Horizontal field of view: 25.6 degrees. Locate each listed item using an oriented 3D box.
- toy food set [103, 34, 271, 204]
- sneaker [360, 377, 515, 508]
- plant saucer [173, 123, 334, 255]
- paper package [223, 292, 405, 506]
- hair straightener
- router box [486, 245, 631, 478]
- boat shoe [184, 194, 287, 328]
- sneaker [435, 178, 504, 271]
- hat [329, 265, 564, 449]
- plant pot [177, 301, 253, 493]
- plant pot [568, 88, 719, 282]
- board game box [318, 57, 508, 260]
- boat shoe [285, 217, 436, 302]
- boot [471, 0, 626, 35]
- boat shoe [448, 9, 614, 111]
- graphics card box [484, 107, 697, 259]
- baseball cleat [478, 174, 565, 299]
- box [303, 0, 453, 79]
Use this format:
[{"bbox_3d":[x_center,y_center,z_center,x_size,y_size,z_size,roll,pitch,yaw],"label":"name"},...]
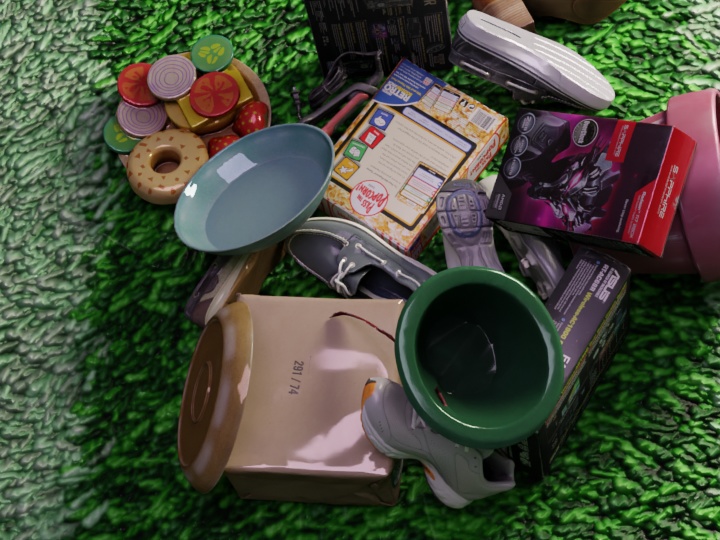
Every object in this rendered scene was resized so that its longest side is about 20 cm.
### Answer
[{"bbox_3d":[-0.204,-0.179,1.867,0.198,0.049,0.199,-28,64,-5],"label":"toy food set"},{"bbox_3d":[0.083,0.163,1.580,0.091,0.200,0.076,-17,45,38],"label":"sneaker"},{"bbox_3d":[-0.111,-0.082,1.745,0.198,0.036,0.201,-19,38,15],"label":"plant saucer"},{"bbox_3d":[-0.045,0.135,1.668,0.188,0.104,0.202,1,64,9],"label":"paper package"},{"bbox_3d":[-0.053,-0.189,1.822,0.200,0.041,0.077,-44,74,9],"label":"hair straightener"},{"bbox_3d":[0.206,0.096,1.623,0.062,0.150,0.201,27,71,19],"label":"router box"},{"bbox_3d":[-0.130,-0.020,1.767,0.064,0.074,0.201,21,64,23],"label":"boat shoe"},{"bbox_3d":[0.127,0.004,1.724,0.073,0.087,0.203,-6,82,2],"label":"sneaker"},{"bbox_3d":[0.092,0.092,1.569,0.164,0.176,0.202,-18,78,-16],"label":"hat"},{"bbox_3d":[-0.155,0.128,1.638,0.027,0.200,0.202,14,64,-18],"label":"plant pot"},{"bbox_3d":[0.311,-0.078,1.680,0.177,0.200,0.202,-11,63,20],"label":"plant pot"},{"bbox_3d":[0.053,-0.126,1.807,0.151,0.046,0.201,33,73,20],"label":"board game box"},{"bbox_3d":[0.000,0.000,1.732,0.198,0.062,0.074,25,114,14],"label":"boat shoe"},{"bbox_3d":[0.222,-0.361,1.880,0.198,0.074,0.156,-21,62,-4],"label":"boot"},{"bbox_3d":[0.195,-0.228,1.823,0.198,0.071,0.072,28,34,-1],"label":"boat shoe"},{"bbox_3d":[0.230,-0.091,1.605,0.199,0.051,0.127,13,82,44],"label":"graphics card box"},{"bbox_3d":[0.198,-0.053,1.717,0.105,0.070,0.201,-25,47,-6],"label":"baseball cleat"},{"bbox_3d":[0.021,-0.294,1.805,0.158,0.200,0.044,-5,64,6],"label":"box"}]
